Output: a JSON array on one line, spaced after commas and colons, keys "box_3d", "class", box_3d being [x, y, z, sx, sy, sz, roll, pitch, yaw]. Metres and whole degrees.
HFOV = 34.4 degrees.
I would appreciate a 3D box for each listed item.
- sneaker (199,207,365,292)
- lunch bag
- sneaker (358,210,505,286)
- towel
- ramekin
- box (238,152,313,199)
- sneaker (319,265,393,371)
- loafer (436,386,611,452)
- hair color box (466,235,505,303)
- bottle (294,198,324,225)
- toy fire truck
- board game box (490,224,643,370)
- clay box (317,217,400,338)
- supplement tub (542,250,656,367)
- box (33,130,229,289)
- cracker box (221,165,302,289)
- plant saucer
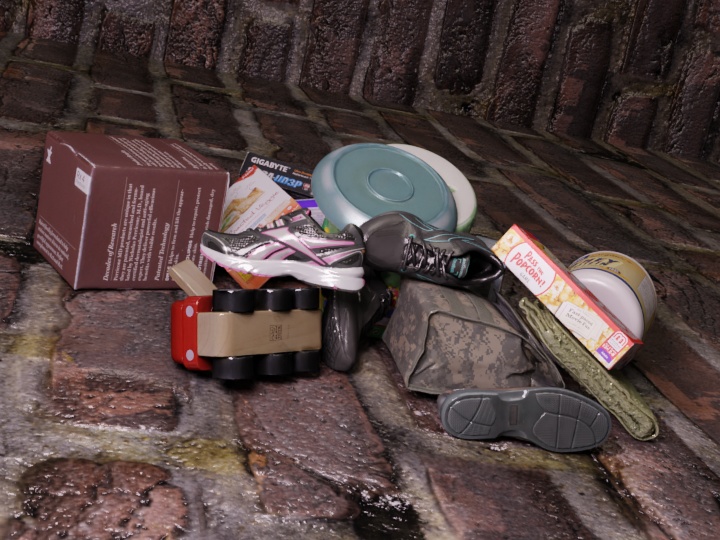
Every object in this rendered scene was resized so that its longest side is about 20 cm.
[{"box_3d": [-0.085, -0.033, 1.359, 0.197, 0.088, 0.080, 10, 1, 2], "class": "sneaker"}, {"box_3d": [0.144, 0.089, 1.412, 0.197, 0.119, 0.164, 15, 14, -13], "class": "lunch bag"}, {"box_3d": [0.085, -0.023, 1.398, 0.197, 0.077, 0.079, 6, 12, -26], "class": "sneaker"}, {"box_3d": [0.276, 0.116, 1.415, 0.200, 0.037, 0.149, 42, 11, -12], "class": "towel"}, {"box_3d": [0.062, -0.080, 1.572, 0.197, 0.098, 0.202, 12, 42, -11], "class": "ramekin"}, {"box_3d": [-0.086, -0.112, 1.879, 0.197, 0.047, 0.159, 17, -18, 16], "class": "box"}, {"box_3d": [-0.003, 0.045, 1.438, 0.089, 0.076, 0.202, 13, 43, -10], "class": "sneaker"}, {"box_3d": [0.181, 0.156, 1.303, 0.197, 0.073, 0.063, 7, 11, -11], "class": "loafer"}, {"box_3d": [0.171, 0.025, 1.663, 0.060, 0.100, 0.200, 15, 17, 8], "class": "hair color box"}, {"box_3d": [-0.100, -0.069, 1.753, 0.197, 0.066, 0.084, -2, -23, 26], "class": "bottle"}, {"box_3d": [-0.163, 0.051, 1.344, 0.198, 0.131, 0.175, 0, 0, 37], "class": "toy fire truck"}, {"box_3d": [0.256, 0.035, 1.429, 0.200, 0.046, 0.151, 47, 10, 15], "class": "board game box"}, {"box_3d": [0.000, 0.000, 1.574, 0.113, 0.048, 0.202, 9, 44, -11], "class": "clay box"}, {"box_3d": [0.332, 0.053, 1.608, 0.143, 0.147, 0.200, 17, 17, 17], "class": "supplement tub"}, {"box_3d": [-0.305, -0.080, 1.542, 0.198, 0.167, 0.165, 0, 21, -36], "class": "box"}, {"box_3d": [-0.153, -0.061, 1.645, 0.058, 0.134, 0.200, 49, -4, -30], "class": "cracker box"}, {"box_3d": [0.035, -0.102, 1.489, 0.197, 0.028, 0.202, 12, 42, -11], "class": "plant saucer"}]
